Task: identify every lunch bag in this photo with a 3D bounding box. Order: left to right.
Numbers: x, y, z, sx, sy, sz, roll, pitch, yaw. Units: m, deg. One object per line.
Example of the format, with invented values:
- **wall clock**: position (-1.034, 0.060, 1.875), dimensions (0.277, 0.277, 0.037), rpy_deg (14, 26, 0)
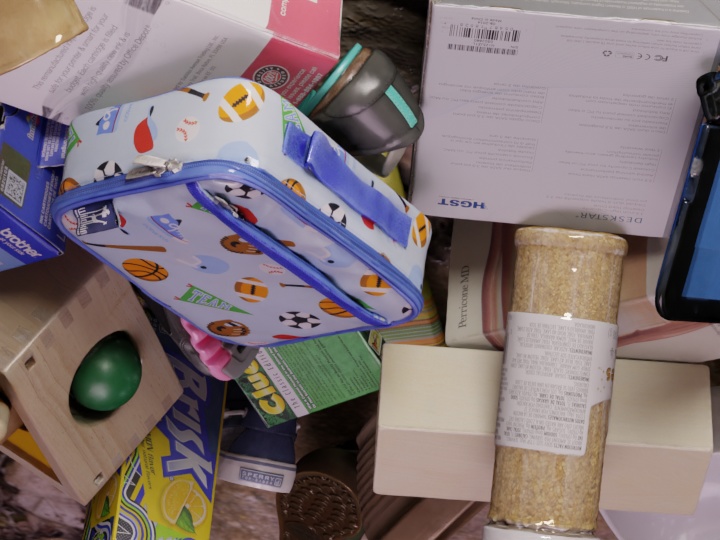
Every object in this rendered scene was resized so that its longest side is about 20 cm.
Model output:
- **lunch bag**: position (-0.061, -0.028, 1.260), dimensions (0.160, 0.076, 0.200), rpy_deg (-8, 151, 36)

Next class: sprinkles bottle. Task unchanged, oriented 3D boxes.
- **sprinkles bottle**: position (0.111, 0.077, 1.336), dimensions (0.068, 0.201, 0.068), rpy_deg (6, 177, 0)

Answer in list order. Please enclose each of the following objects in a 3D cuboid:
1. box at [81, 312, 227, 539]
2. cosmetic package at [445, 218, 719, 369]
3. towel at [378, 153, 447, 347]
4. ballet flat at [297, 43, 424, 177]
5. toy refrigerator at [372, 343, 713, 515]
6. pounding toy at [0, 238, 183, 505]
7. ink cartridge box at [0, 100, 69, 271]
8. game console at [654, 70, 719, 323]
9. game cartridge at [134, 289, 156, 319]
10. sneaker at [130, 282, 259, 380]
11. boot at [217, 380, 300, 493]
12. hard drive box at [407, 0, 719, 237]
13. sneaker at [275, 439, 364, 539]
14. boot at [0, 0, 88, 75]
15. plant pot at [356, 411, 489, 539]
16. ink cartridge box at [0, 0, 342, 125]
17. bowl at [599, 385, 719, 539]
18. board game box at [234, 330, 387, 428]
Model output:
- **box**: position (-0.134, 0.133, 1.518), dimensions (0.070, 0.201, 0.064), rpy_deg (19, 145, -21)
- **cosmetic package**: position (0.159, 0.003, 1.423), dimensions (0.199, 0.104, 0.087), rpy_deg (-16, 143, 27)
- **towel**: position (0.000, 0.000, 1.482), dimensions (0.086, 0.018, 0.201), rpy_deg (-7, 131, 10)
- **ballet flat**: position (-0.018, -0.070, 1.309), dimensions (0.068, 0.068, 0.200), rpy_deg (40, 163, -10)
- **toy refrigerator**: position (0.109, 0.095, 1.420), dimensions (0.199, 0.070, 0.076), rpy_deg (3, 143, 0)
- **pounding toy**: position (-0.214, 0.052, 1.415), dimensions (0.200, 0.142, 0.184), rpy_deg (29, 157, 30)
- **ink cartridge box**: position (-0.235, -0.067, 1.335), dimensions (0.199, 0.137, 0.076), rpy_deg (-14, 144, 29)
- **game console**: position (0.260, -0.048, 1.243), dimensions (0.170, 0.119, 0.200), rpy_deg (-18, 168, 32)
- **game cartridge**: position (-0.119, 0.018, 1.554), dimensions (0.199, 0.041, 0.133), rpy_deg (-19, 137, 34)
- **sneaker**: position (-0.128, -0.020, 1.413), dimensions (0.095, 0.079, 0.201), rpy_deg (-3, 123, 42)
- **boot**: position (-0.078, 0.103, 1.659), dimensions (0.072, 0.091, 0.200), rpy_deg (13, 177, -17)
- **hard drive box**: position (0.109, -0.107, 1.276), dimensions (0.155, 0.077, 0.200), rpy_deg (6, 148, 0)
- **sneaker**: position (-0.015, 0.156, 1.715), dimensions (0.067, 0.090, 0.200), rpy_deg (26, 152, 7)
- **boot**: position (-0.248, -0.172, 1.134), dimensions (0.175, 0.066, 0.201), rpy_deg (-19, 105, 33)
- **plant pot**: position (0.064, 0.115, 1.589), dimensions (0.093, 0.201, 0.201), rpy_deg (49, 146, 9)
- **ink cartridge box**: position (-0.127, -0.142, 1.248), dimensions (0.199, 0.085, 0.146), rpy_deg (17, 146, -22)
- **bowl**: position (0.273, 0.144, 1.661), dimensions (0.199, 0.075, 0.200), rpy_deg (-9, 146, 20)
- **board game box**: position (-0.067, 0.006, 1.460), dimensions (0.104, 0.023, 0.200), rpy_deg (-20, 117, 27)
